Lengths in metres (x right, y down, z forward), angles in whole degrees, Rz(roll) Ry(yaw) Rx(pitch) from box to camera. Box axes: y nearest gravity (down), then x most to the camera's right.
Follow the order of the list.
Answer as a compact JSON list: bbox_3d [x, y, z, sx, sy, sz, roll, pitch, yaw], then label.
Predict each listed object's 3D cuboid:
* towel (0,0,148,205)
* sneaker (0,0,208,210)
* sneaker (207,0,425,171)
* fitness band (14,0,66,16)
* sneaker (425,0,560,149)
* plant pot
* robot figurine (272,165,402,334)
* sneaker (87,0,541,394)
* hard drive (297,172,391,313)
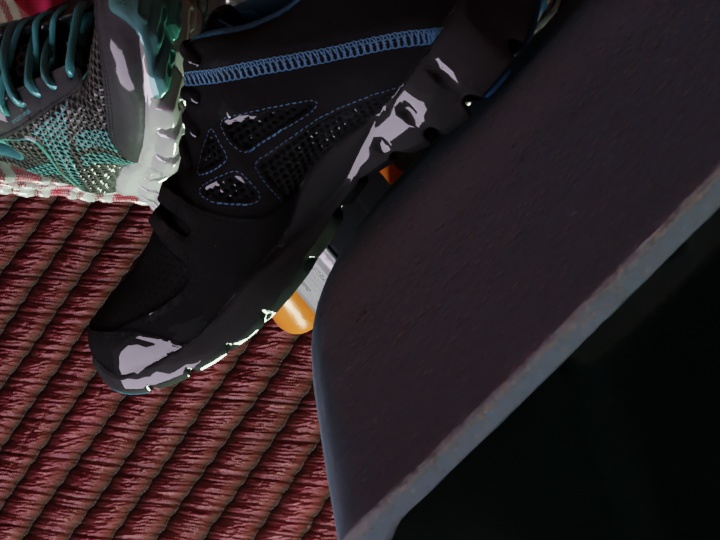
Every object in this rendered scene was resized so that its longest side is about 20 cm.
[{"bbox_3d":[-0.165,-0.097,0.953,0.200,0.030,0.146,0,-115,-63],"label":"towel"},{"bbox_3d":[-0.107,-0.070,0.820,0.091,0.078,0.200,8,163,-7],"label":"sneaker"},{"bbox_3d":[-0.013,-0.094,0.885,0.081,0.075,0.200,-23,127,35],"label":"sneaker"},{"bbox_3d":[-0.157,-0.187,0.853,0.144,0.037,0.200,5,125,58],"label":"fitness band"},{"bbox_3d":[0.040,-0.083,0.775,0.200,0.075,0.090,37,175,-41],"label":"sneaker"},{"bbox_3d":[0.103,0.013,0.670,0.196,0.196,0.200,38,-166,-29],"label":"plant pot"},{"bbox_3d":[-0.032,-0.055,1.076,0.117,0.144,0.200,34,165,27],"label":"robot figurine"},{"bbox_3d":[-0.033,-0.043,0.710,0.082,0.200,0.073,39,-160,-11],"label":"sneaker"},{"bbox_3d":[0.000,0.000,0.864,0.140,0.038,0.200,50,173,-8],"label":"hard drive"}]
